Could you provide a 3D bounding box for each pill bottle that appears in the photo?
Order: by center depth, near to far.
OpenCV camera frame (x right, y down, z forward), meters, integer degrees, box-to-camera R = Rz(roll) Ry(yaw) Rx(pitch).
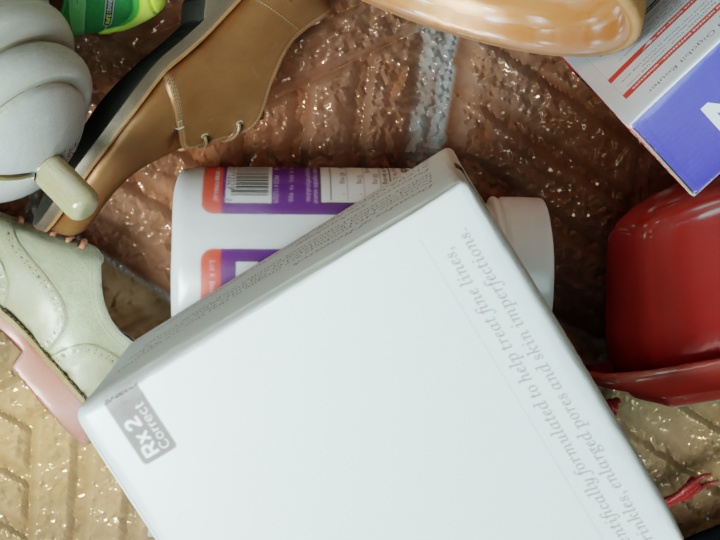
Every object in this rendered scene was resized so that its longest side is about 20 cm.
[{"bbox_3d":[0.000,0.000,0.771,0.199,0.111,0.112,1,110,-3],"label":"pill bottle"}]

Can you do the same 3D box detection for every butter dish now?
[{"bbox_3d":[0.207,-0.011,0.760,0.198,0.200,0.149,-8,86,2],"label":"butter dish"}]

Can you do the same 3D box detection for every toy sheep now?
[{"bbox_3d":[-0.200,-0.093,0.683,0.138,0.138,0.200,-44,79,12],"label":"toy sheep"}]

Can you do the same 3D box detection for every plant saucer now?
[{"bbox_3d":[0.041,-0.155,0.665,0.199,0.200,0.038,19,86,-10],"label":"plant saucer"}]

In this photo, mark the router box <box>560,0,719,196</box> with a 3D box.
[{"bbox_3d":[0.196,-0.145,0.691,0.200,0.180,0.049,-43,108,13],"label":"router box"}]

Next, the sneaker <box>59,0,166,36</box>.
[{"bbox_3d":[-0.171,-0.205,0.707,0.083,0.074,0.201,-28,109,3],"label":"sneaker"}]

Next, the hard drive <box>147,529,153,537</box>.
[{"bbox_3d":[-0.022,0.110,0.855,0.199,0.027,0.133,7,110,-5],"label":"hard drive"}]

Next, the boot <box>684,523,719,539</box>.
[{"bbox_3d":[0.150,0.191,0.808,0.168,0.077,0.200,8,146,-33],"label":"boot"}]

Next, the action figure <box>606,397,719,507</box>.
[{"bbox_3d":[0.132,0.104,0.817,0.099,0.065,0.200,-37,138,7],"label":"action figure"}]

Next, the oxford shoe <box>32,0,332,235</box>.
[{"bbox_3d":[-0.092,-0.086,0.743,0.200,0.071,0.071,-47,112,-1],"label":"oxford shoe"}]

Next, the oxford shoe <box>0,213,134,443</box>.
[{"bbox_3d":[-0.185,-0.003,0.782,0.074,0.071,0.200,-36,106,-7],"label":"oxford shoe"}]

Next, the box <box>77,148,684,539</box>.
[{"bbox_3d":[0.011,0.082,0.659,0.199,0.131,0.199,-31,99,7],"label":"box"}]
